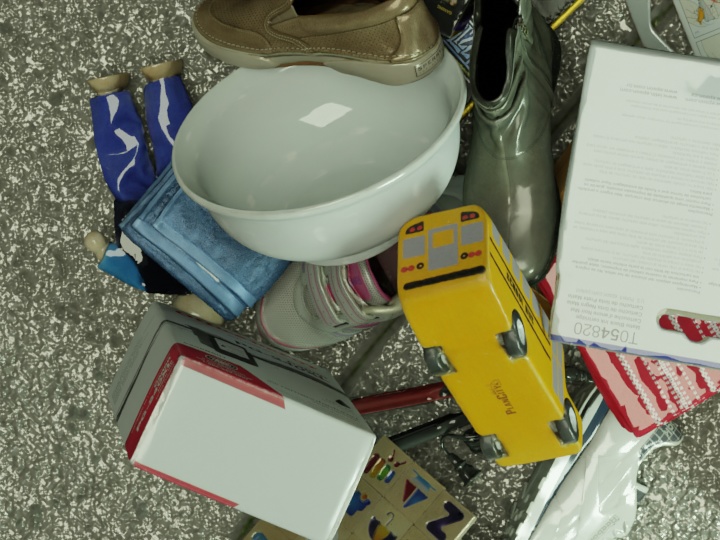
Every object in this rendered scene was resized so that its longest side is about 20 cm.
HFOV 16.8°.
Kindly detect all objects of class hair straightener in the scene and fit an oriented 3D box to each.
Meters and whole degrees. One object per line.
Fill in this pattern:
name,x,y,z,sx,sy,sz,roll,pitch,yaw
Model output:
hair straightener,0.081,0.111,1.717,0.199,0.041,0.077,-15,95,22

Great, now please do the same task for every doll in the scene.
doll,-0.134,-0.047,1.745,0.136,0.048,0.201,-12,94,1

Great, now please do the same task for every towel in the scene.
towel,0.226,0.005,1.624,0.200,0.022,0.145,-32,91,14
towel,-0.066,-0.071,1.707,0.112,0.049,0.200,40,84,-8

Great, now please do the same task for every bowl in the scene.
bowl,-0.017,-0.067,1.616,0.200,0.201,0.091,-13,126,9

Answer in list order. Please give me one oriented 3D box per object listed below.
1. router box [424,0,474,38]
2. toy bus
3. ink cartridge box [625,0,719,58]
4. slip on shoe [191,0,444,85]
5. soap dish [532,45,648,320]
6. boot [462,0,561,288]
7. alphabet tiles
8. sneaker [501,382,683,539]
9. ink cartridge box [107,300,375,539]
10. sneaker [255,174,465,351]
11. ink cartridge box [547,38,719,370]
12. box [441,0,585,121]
router box,0.016,-0.274,1.643,0.200,0.052,0.158,30,108,5
toy bus,0.087,0.049,1.600,0.065,0.200,0.079,-14,50,17
ink cartridge box,0.272,-0.196,1.682,0.173,0.044,0.201,-20,94,34
slip on shoe,-0.035,-0.172,1.631,0.200,0.076,0.061,17,140,39
soap dish,0.197,-0.027,1.678,0.157,0.081,0.200,37,106,3
boot,0.090,-0.096,1.599,0.067,0.131,0.201,0,77,14
alphabet tiles,-0.016,0.218,1.690,0.200,0.006,0.166,-50,55,-2
sneaker,0.150,0.178,1.722,0.080,0.076,0.200,28,100,-6
ink cartridge box,-0.084,0.098,1.654,0.145,0.200,0.084,23,96,-13
sneaker,0.000,0.000,1.702,0.200,0.088,0.082,-31,91,27
ink cartridge box,0.231,-0.038,1.585,0.199,0.041,0.201,10,100,10
box,0.050,-0.222,1.705,0.160,0.049,0.200,-43,89,11
